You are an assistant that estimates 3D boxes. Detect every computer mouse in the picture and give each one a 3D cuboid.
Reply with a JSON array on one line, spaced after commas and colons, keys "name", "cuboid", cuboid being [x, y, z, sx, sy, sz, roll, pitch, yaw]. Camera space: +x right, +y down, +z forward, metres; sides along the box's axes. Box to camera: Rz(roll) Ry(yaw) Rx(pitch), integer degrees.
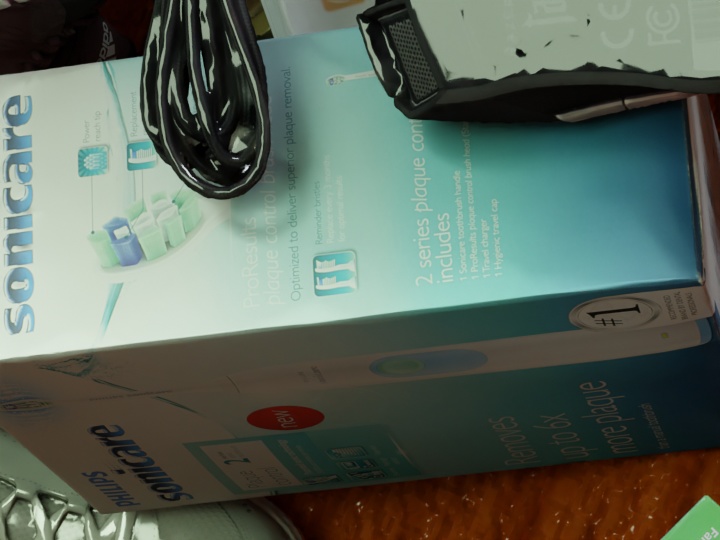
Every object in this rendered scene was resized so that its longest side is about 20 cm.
[{"name": "computer mouse", "cuboid": [0.037, -0.100, 0.722, 0.200, 0.046, 0.141, -11, 83, 17]}]

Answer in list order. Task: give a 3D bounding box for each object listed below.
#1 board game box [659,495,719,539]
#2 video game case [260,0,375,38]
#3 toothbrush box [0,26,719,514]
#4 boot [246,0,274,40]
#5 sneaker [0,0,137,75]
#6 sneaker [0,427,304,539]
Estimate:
[{"name": "board game box", "cuboid": [0.067, 0.169, 0.720, 0.135, 0.034, 0.200, 43, 66, 12]}, {"name": "video game case", "cuboid": [0.047, -0.158, 0.836, 0.200, 0.022, 0.182, -16, 69, -11]}, {"name": "toothbrush box", "cuboid": [0.000, 0.000, 0.803, 0.200, 0.146, 0.085, -6, 69, 10]}, {"name": "boot", "cuboid": [-0.026, -0.145, 0.951, 0.175, 0.066, 0.200, -46, 45, 31]}, {"name": "sneaker", "cuboid": [-0.094, -0.091, 0.911, 0.200, 0.115, 0.076, -9, 64, 43]}, {"name": "sneaker", "cuboid": [-0.111, 0.080, 0.908, 0.200, 0.092, 0.076, 12, 81, 34]}]
